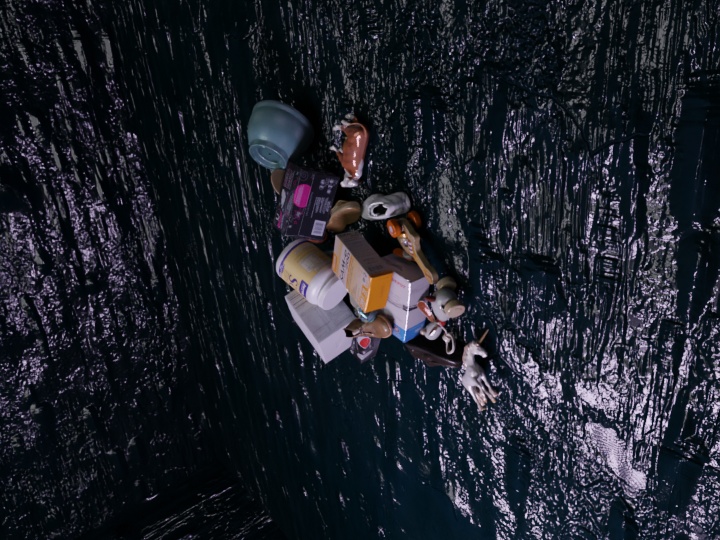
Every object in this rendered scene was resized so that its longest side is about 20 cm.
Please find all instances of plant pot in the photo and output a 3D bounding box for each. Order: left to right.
[{"bbox_3d":[-0.253,-0.386,1.538,0.200,0.135,0.200,17,157,7],"label":"plant pot"}]

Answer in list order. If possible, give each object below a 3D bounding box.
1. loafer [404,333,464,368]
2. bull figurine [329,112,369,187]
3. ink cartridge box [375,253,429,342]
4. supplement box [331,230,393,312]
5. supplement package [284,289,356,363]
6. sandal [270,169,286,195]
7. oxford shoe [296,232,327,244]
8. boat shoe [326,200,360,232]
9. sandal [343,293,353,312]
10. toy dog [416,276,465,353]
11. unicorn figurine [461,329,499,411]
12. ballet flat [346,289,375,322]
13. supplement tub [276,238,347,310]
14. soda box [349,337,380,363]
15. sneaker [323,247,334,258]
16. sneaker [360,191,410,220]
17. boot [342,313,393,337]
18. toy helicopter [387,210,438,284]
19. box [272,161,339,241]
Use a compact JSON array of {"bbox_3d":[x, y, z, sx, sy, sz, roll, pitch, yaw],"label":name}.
[{"bbox_3d":[0.208,0.225,1.401,0.200,0.073,0.072,14,132,52],"label":"loafer"},{"bbox_3d":[-0.028,-0.326,1.413,0.121,0.065,0.200,46,139,24],"label":"bull figurine"},{"bbox_3d":[0.110,0.072,1.426,0.144,0.084,0.201,35,134,41],"label":"ink cartridge box"},{"bbox_3d":[0.000,0.000,1.408,0.200,0.073,0.126,51,144,40],"label":"supplement box"},{"bbox_3d":[-0.120,0.156,1.675,0.200,0.147,0.191,51,165,24],"label":"supplement package"},{"bbox_3d":[-0.204,-0.239,1.605,0.070,0.211,0.078,11,74,56],"label":"sandal"},{"bbox_3d":[-0.175,-0.125,1.738,0.200,0.071,0.073,27,157,40],"label":"oxford shoe"},{"bbox_3d":[-0.054,-0.173,1.514,0.200,0.074,0.069,153,126,-63],"label":"boat shoe"},{"bbox_3d":[-0.023,0.071,1.630,0.080,0.054,0.200,56,144,16],"label":"sandal"},{"bbox_3d":[0.188,0.111,1.310,0.132,0.096,0.201,-121,35,-58],"label":"toy dog"},{"bbox_3d":[0.293,0.264,1.289,0.138,0.074,0.200,60,152,30],"label":"unicorn figurine"},{"bbox_3d":[-0.006,0.067,1.481,0.200,0.074,0.074,-115,24,-55],"label":"ballet flat"},{"bbox_3d":[-0.142,0.012,1.564,0.200,0.145,0.146,38,136,23],"label":"supplement tub"},{"bbox_3d":[0.025,0.197,1.619,0.063,0.071,0.200,42,138,31],"label":"soda box"},{"bbox_3d":[-0.048,-0.032,1.592,0.200,0.076,0.081,12,118,52],"label":"sneaker"},{"bbox_3d":[0.045,-0.170,1.387,0.200,0.080,0.071,-4,106,58],"label":"sneaker"},{"bbox_3d":[0.020,0.170,1.470,0.200,0.075,0.074,-12,100,59],"label":"boot"},{"bbox_3d":[0.139,-0.045,1.328,0.200,0.079,0.132,60,162,25],"label":"toy helicopter"},{"bbox_3d":[-0.162,-0.204,1.523,0.115,0.132,0.201,38,116,52],"label":"box"}]
